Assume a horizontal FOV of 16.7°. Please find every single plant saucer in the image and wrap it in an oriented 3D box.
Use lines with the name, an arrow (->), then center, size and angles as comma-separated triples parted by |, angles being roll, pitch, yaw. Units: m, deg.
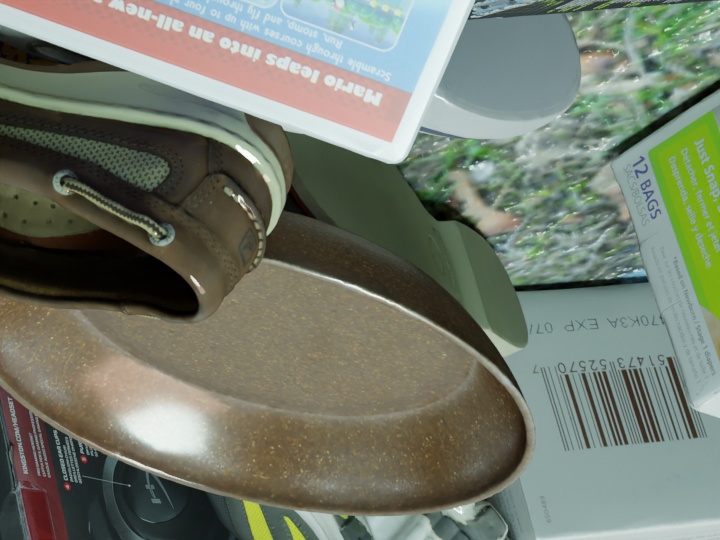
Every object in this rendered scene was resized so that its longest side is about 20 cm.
plant saucer -> -0.035, 0.027, 0.837 | 0.199, 0.037, 0.201 | 11, 154, 5

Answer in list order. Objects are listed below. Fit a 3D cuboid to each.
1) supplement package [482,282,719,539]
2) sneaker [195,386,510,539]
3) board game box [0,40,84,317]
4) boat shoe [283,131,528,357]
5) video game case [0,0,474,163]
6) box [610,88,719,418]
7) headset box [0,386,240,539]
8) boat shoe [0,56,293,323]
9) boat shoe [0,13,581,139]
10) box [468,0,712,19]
supplement package -> 0.080, 0.104, 1.072 | 0.116, 0.118, 0.200 | -4, 150, -21
sneaker -> -0.006, 0.097, 0.972 | 0.074, 0.201, 0.085 | -37, -178, -27
board game box -> -0.103, -0.021, 0.842 | 0.095, 0.030, 0.200 | -16, 155, 2
boat shoe -> 0.000, 0.000, 0.893 | 0.062, 0.072, 0.200 | -21, 157, 17
video game case -> -0.019, -0.134, 0.517 | 0.142, 0.017, 0.201 | 19, 114, -11
box -> 0.209, -0.033, 0.889 | 0.200, 0.113, 0.101 | -34, 147, 30
headset box -> -0.100, 0.125, 0.981 | 0.077, 0.150, 0.199 | -34, 149, 31
boat shoe -> -0.124, -0.024, 0.698 | 0.201, 0.075, 0.075 | 4, 140, 17
boat shoe -> -0.025, -0.074, 0.743 | 0.199, 0.071, 0.070 | 7, 159, -36
box -> 0.095, -0.108, 0.651 | 0.159, 0.045, 0.200 | -7, 177, -26
